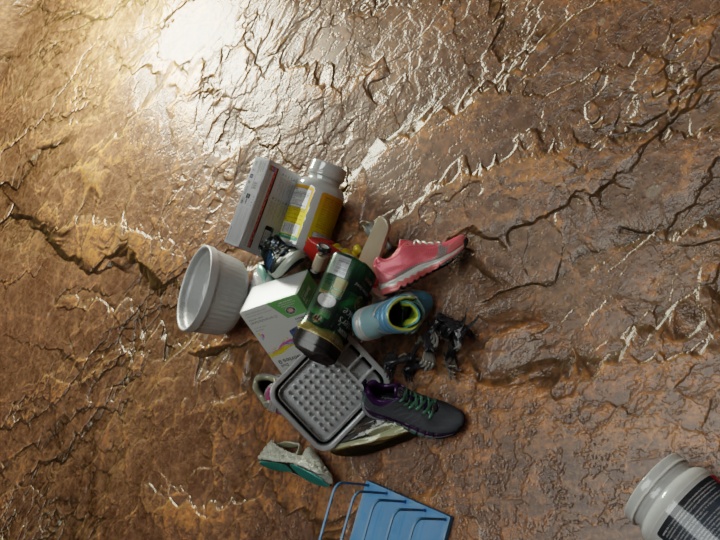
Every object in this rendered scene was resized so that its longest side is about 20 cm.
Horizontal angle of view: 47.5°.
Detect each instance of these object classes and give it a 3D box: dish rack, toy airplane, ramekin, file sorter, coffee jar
[{"bbox_3d":[-0.060,0.227,1.591,0.200,0.044,0.172,-45,90,-3],"label":"dish rack"},{"bbox_3d":[0.000,0.000,1.672,0.197,0.141,0.202,-16,104,22],"label":"toy airplane"},{"bbox_3d":[-0.337,0.053,1.877,0.200,0.104,0.203,-39,41,46],"label":"ramekin"},{"bbox_3d":[0.040,0.480,1.483,0.198,0.122,0.141,13,84,38],"label":"file sorter"},{"bbox_3d":[-0.050,0.074,1.530,0.084,0.104,0.202,21,78,23],"label":"coffee jar"}]

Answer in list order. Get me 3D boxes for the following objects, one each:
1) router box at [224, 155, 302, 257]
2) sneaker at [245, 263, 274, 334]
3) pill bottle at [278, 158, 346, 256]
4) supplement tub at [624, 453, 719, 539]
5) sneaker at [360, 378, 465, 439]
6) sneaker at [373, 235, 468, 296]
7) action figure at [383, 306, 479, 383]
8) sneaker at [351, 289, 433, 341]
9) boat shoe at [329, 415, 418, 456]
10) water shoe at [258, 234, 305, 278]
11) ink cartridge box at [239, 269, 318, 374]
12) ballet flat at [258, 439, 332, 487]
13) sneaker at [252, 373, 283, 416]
[{"bbox_3d":[-0.192,-0.125,1.811,0.048,0.179,0.203,18,86,39],"label":"router box"},{"bbox_3d":[-0.201,0.091,1.822,0.141,0.077,0.200,-57,42,10],"label":"sneaker"},{"bbox_3d":[-0.101,-0.135,1.787,0.112,0.112,0.203,17,86,39],"label":"pill bottle"},{"bbox_3d":[0.494,0.374,1.162,0.200,0.140,0.141,42,102,37],"label":"supplement tub"},{"bbox_3d":[0.094,0.249,1.493,0.197,0.088,0.075,9,55,10],"label":"sneaker"},{"bbox_3d":[0.114,-0.031,1.569,0.198,0.074,0.088,-28,86,-7],"label":"sneaker"},{"bbox_3d":[0.141,0.151,1.520,0.199,0.118,0.103,-36,46,34],"label":"action figure"},{"bbox_3d":[0.094,0.077,1.518,0.130,0.198,0.081,-17,93,50],"label":"sneaker"},{"bbox_3d":[0.029,0.310,1.583,0.198,0.073,0.066,-20,59,20],"label":"boat shoe"},{"bbox_3d":[-0.174,-0.031,1.689,0.071,0.079,0.200,-35,7,-17],"label":"water shoe"},{"bbox_3d":[-0.128,0.117,1.662,0.144,0.201,0.088,-17,31,26],"label":"ink cartridge box"},{"bbox_3d":[-0.129,0.387,1.679,0.198,0.071,0.073,6,79,38],"label":"ballet flat"},{"bbox_3d":[-0.157,0.274,1.717,0.198,0.088,0.082,19,87,39],"label":"sneaker"}]
